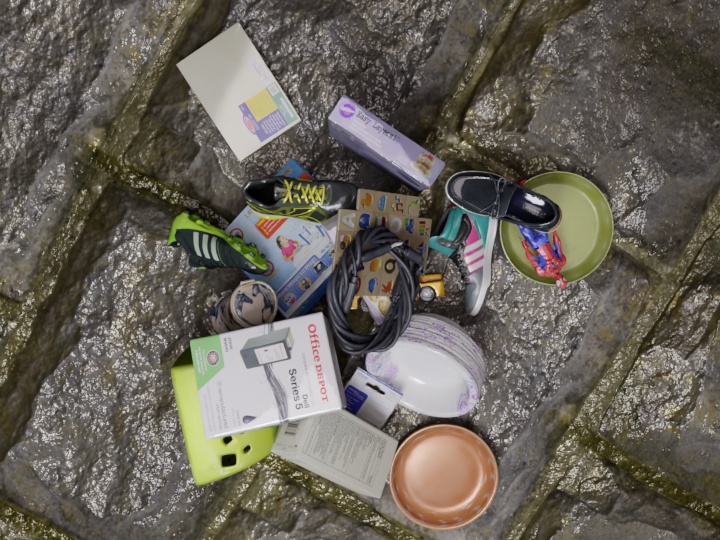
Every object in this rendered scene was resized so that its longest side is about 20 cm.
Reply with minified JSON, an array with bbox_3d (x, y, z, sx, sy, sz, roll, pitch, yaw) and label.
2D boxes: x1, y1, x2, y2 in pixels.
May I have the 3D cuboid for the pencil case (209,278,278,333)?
[{"bbox_3d":[-0.197,0.065,1.090,0.078,0.200,0.090,-29,92,-25],"label":"pencil case"}]

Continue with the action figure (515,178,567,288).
[{"bbox_3d":[0.304,-0.057,1.127,0.065,0.052,0.200,-30,96,-2],"label":"action figure"}]

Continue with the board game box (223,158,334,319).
[{"bbox_3d":[-0.112,-0.052,1.120,0.200,0.056,0.196,-46,73,4],"label":"board game box"}]

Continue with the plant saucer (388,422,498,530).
[{"bbox_3d":[0.151,0.375,1.203,0.199,0.037,0.201,0,97,0],"label":"plant saucer"}]

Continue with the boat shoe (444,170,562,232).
[{"bbox_3d":[0.235,-0.116,1.076,0.200,0.062,0.075,22,95,12],"label":"boat shoe"}]

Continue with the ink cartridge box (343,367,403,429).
[{"bbox_3d":[-0.012,0.266,1.172,0.095,0.037,0.200,31,111,-2],"label":"ink cartridge box"}]

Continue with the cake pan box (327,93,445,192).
[{"bbox_3d":[0.033,-0.203,1.073,0.200,0.184,0.052,33,90,-2],"label":"cake pan box"}]

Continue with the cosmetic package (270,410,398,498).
[{"bbox_3d":[-0.037,0.285,1.062,0.200,0.071,0.105,40,61,-34],"label":"cosmetic package"}]

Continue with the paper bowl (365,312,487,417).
[{"bbox_3d":[0.118,0.152,1.118,0.200,0.201,0.104,33,52,-3],"label":"paper bowl"}]

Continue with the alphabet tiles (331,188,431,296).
[{"bbox_3d":[0.038,-0.041,1.046,0.200,0.006,0.167,2,97,-40],"label":"alphabet tiles"}]

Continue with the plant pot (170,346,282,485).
[{"bbox_3d":[-0.200,0.220,1.113,0.181,0.200,0.200,-12,95,-6],"label":"plant pot"}]

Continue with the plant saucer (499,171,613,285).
[{"bbox_3d":[0.345,-0.074,1.162,0.199,0.031,0.201,0,95,1],"label":"plant saucer"}]

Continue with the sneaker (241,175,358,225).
[{"bbox_3d":[-0.099,-0.113,1.052,0.199,0.085,0.075,-2,82,14],"label":"sneaker"}]

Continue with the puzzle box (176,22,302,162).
[{"bbox_3d":[-0.210,-0.308,1.141,0.133,0.025,0.200,-32,95,3],"label":"puzzle box"}]

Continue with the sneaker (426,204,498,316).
[{"bbox_3d":[0.168,-0.026,1.138,0.120,0.084,0.201,7,88,-6],"label":"sneaker"}]

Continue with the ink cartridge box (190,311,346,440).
[{"bbox_3d":[-0.133,0.154,0.963,0.199,0.084,0.146,-13,78,-1],"label":"ink cartridge box"}]

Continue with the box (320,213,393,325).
[{"bbox_3d":[0.000,0.000,1.059,0.041,0.039,0.200,-31,119,-7],"label":"box"}]

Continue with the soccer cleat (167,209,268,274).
[{"bbox_3d":[-0.239,-0.030,1.092,0.200,0.067,0.081,29,99,23],"label":"soccer cleat"}]

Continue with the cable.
[{"bbox_3d":[0.020,0.034,1.008,0.163,0.051,0.200,40,73,-37],"label":"cable"}]

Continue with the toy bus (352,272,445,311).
[{"bbox_3d":[0.045,0.025,1.155,0.199,0.065,0.079,-9,94,1],"label":"toy bus"}]
